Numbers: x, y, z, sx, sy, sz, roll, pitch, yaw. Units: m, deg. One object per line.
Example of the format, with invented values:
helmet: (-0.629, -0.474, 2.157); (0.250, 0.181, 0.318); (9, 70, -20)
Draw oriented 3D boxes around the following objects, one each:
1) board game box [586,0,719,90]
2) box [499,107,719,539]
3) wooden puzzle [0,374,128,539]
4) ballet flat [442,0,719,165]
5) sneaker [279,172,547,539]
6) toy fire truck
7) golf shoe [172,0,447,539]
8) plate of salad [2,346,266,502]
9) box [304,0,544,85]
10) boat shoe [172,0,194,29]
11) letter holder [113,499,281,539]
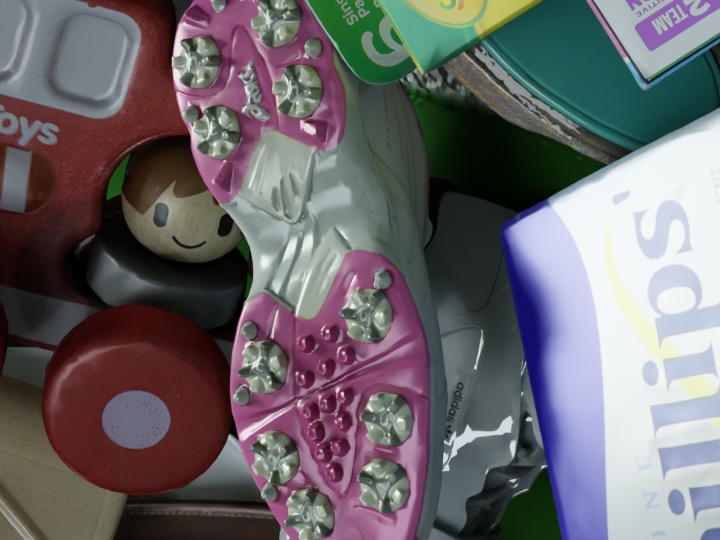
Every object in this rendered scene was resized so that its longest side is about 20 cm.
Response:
board game box: (0.087, -0.174, 0.741); (0.153, 0.040, 0.200); (-31, 96, 18)
box: (0.156, 0.042, 0.798); (0.200, 0.105, 0.185); (-28, 65, 44)
wooden puzzle: (-0.198, 0.123, 1.018); (0.185, 0.201, 0.046); (19, 174, -10)
ballet flat: (0.034, -0.097, 0.886); (0.200, 0.068, 0.067); (40, 164, -1)
sneaker: (0.041, 0.071, 0.941); (0.115, 0.075, 0.201); (10, 93, 28)
toy fire truck: (-0.100, -0.029, 0.964); (0.199, 0.112, 0.168); (14, 119, -8)
golf shoe: (0.000, 0.000, 0.888); (0.075, 0.091, 0.201); (-12, 85, 29)
plate of salad: (-0.099, 0.107, 1.125); (0.199, 0.048, 0.201); (15, 131, 18)
box: (0.050, -0.145, 0.802); (0.200, 0.048, 0.118); (-32, 96, 21)
boat shoe: (-0.155, -0.109, 1.014); (0.199, 0.064, 0.071); (-7, 150, 17)
letter holder: (-0.050, 0.170, 1.046); (0.199, 0.101, 0.143); (0, 128, 24)
